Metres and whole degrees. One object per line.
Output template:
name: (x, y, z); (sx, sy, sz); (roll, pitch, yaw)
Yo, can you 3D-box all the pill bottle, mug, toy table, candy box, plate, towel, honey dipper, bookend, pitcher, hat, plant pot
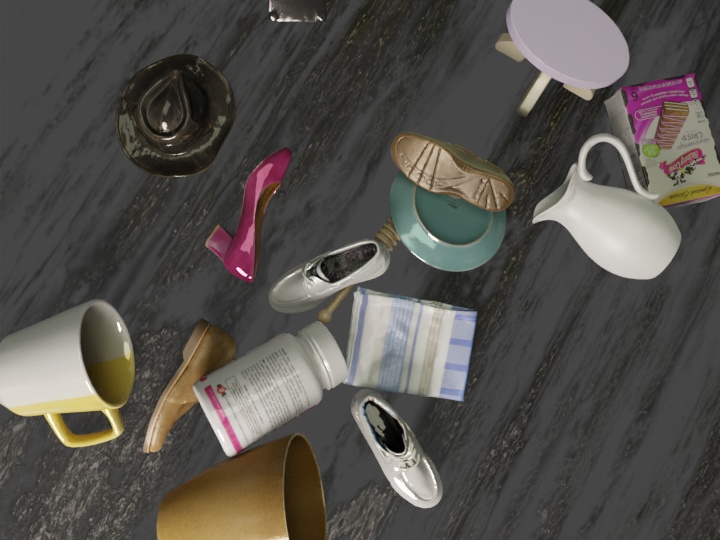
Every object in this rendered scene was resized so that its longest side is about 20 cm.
pill bottle: (-0.123, 0.160, 0.840); (0.198, 0.113, 0.115); (-28, 86, -19)
mug: (-0.413, 0.149, 0.820); (0.150, 0.150, 0.190); (-13, 77, 2)
toy table: (0.309, -0.346, 0.944); (0.199, 0.117, 0.184); (41, 81, 1)
candy box: (0.494, -0.204, 0.968); (0.134, 0.061, 0.204); (-12, 84, -6)
plate: (0.141, -0.099, 0.925); (0.196, 0.026, 0.204); (4, 73, -13)
towel: (0.075, 0.114, 0.901); (0.196, 0.024, 0.150); (10, 92, -6)
honey dipper: (0.000, 0.000, 0.919); (0.038, 0.038, 0.201); (39, 84, 2)
bookend: (-0.099, -0.524, 0.937); (0.090, 0.200, 0.203); (0, 127, -4)
pitcher: (0.388, -0.093, 0.900); (0.198, 0.121, 0.173); (32, 124, 4)
hat: (-0.289, -0.248, 0.906); (0.196, 0.081, 0.205); (0, 82, -3)
plant pot: (-0.164, 0.332, 0.806); (0.196, 0.186, 0.190); (-11, 83, 8)

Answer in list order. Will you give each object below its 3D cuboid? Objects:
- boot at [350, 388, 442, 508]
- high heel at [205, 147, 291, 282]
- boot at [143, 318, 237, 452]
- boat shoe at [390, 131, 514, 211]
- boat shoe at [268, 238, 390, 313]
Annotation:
boot: (0.054, 0.263, 0.859); (0.073, 0.096, 0.201); (-38, 87, -8)
high heel: (-0.144, -0.084, 0.898); (0.095, 0.067, 0.201); (37, 87, 11)
boot: (-0.246, 0.177, 0.865); (0.075, 0.074, 0.202); (28, 79, -10)
boat shoe: (0.139, -0.155, 0.898); (0.197, 0.065, 0.073); (23, 123, -2)
boat shoe: (-0.052, 0.007, 0.879); (0.197, 0.069, 0.073); (-16, 71, 11)
